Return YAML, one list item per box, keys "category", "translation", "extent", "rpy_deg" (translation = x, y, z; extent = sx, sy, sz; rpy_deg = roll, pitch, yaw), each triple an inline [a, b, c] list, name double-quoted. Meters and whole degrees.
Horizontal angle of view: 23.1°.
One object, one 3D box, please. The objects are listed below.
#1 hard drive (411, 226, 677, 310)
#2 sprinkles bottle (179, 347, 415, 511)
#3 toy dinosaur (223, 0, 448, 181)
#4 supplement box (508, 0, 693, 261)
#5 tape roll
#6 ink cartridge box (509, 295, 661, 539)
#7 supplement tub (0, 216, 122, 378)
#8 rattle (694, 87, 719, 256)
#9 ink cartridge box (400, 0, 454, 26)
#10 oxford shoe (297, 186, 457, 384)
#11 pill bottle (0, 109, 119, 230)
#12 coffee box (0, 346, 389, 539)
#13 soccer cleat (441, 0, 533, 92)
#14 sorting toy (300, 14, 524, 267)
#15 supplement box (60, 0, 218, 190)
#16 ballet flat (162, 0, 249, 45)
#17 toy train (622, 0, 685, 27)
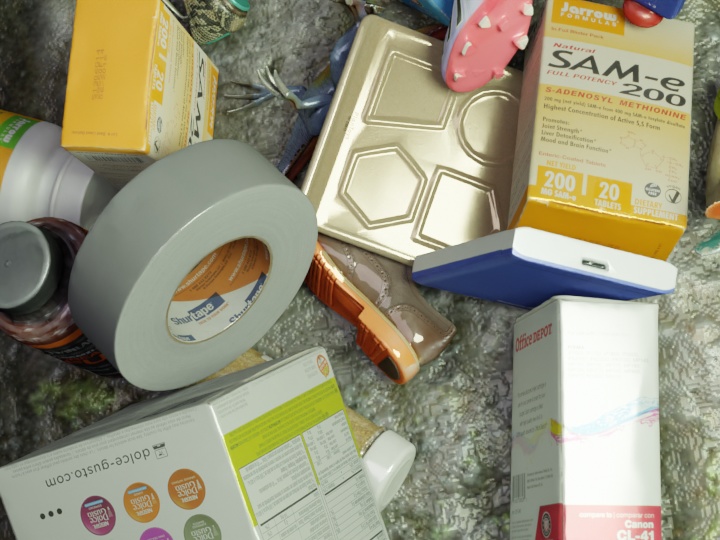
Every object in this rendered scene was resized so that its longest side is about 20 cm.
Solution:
- category: "hard drive"
  translation: [0.136, 0.003, 1.349]
  extent: [0.131, 0.200, 0.025]
  rpy_deg: [13, 81, -17]
- category: "sprinkles bottle"
  translation: [-0.053, 0.124, 1.458]
  extent: [0.200, 0.068, 0.068]
  rpy_deg: [30, 88, 16]
- category: "toy dinosaur"
  translation: [-0.026, -0.141, 1.489]
  extent: [0.199, 0.105, 0.182]
  rpy_deg: [14, 97, 6]
- category: "supplement box"
  translation: [0.191, -0.110, 1.390]
  extent: [0.125, 0.074, 0.201]
  rpy_deg: [10, 59, -4]
- category: "tape roll"
  translation: [-0.129, -0.003, 1.376]
  extent: [0.200, 0.200, 0.066]
  rpy_deg: [-48, 63, 1]
- category: "ink cartridge box"
  translation: [0.172, 0.130, 1.363]
  extent: [0.085, 0.148, 0.201]
  rpy_deg: [4, 80, -9]
- category: "supplement tub"
  translation: [-0.237, 0.020, 1.441]
  extent: [0.106, 0.200, 0.107]
  rpy_deg: [-5, 74, 19]
- category: "rattle"
  translation: [0.331, -0.072, 1.354]
  extent: [0.142, 0.200, 0.131]
  rpy_deg: [25, 115, -6]
- category: "ink cartridge box"
  translation: [0.009, -0.302, 1.430]
  extent: [0.084, 0.200, 0.145]
  rpy_deg: [-52, 45, -1]
- category: "oxford shoe"
  translation: [0.000, 0.000, 1.478]
  extent: [0.073, 0.071, 0.200]
  rpy_deg: [-35, 78, -17]
- category: "pill bottle"
  translation: [-0.314, -0.083, 1.526]
  extent: [0.199, 0.111, 0.112]
  rpy_deg: [15, 84, 14]
- category: "coffee box"
  translation: [-0.119, 0.195, 1.351]
  extent: [0.199, 0.200, 0.199]
  rpy_deg: [-18, 92, 24]
- category: "soccer cleat"
  translation: [0.101, -0.232, 1.389]
  extent: [0.066, 0.200, 0.077]
  rpy_deg: [-9, 48, -24]
- category: "sorting toy"
  translation: [0.063, -0.093, 1.461]
  extent: [0.199, 0.036, 0.186]
  rpy_deg: [20, 84, -10]
- category: "supplement box"
  translation: [-0.178, -0.137, 1.461]
  extent: [0.073, 0.200, 0.127]
  rpy_deg: [3, 81, 9]
- category: "ballet flat"
  translation: [-0.169, -0.288, 1.560]
  extent: [0.075, 0.068, 0.201]
  rpy_deg: [-32, 77, 21]
- category: "toy train"
  translation: [0.191, -0.288, 1.406]
  extent: [0.200, 0.085, 0.116]
  rpy_deg: [32, 51, 14]
